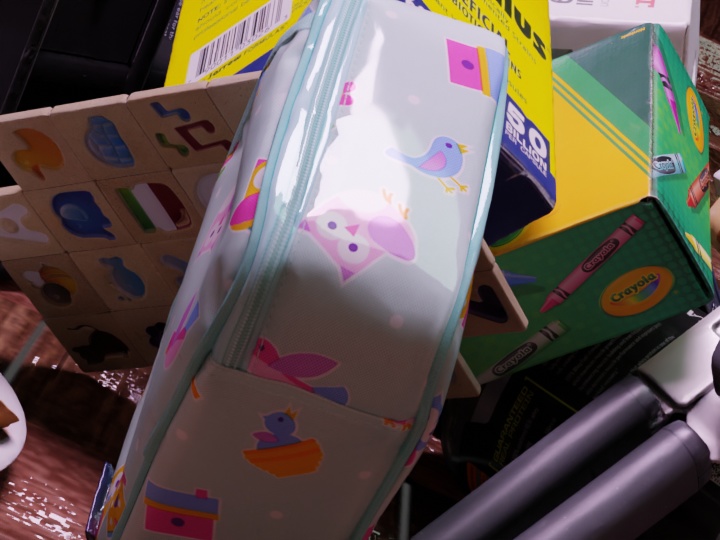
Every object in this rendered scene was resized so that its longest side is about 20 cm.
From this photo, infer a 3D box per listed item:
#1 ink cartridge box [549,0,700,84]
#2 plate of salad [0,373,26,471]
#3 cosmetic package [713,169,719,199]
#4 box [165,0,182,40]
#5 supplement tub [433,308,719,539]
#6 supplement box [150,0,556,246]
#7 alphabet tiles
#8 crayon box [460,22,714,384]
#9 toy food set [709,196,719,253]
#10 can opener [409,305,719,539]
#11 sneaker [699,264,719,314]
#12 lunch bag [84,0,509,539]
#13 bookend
[{"bbox_3d":[0.062,-0.118,1.015,0.199,0.084,0.146,5,32,9],"label":"ink cartridge box"},{"bbox_3d":[-0.201,0.012,0.707,0.199,0.048,0.200,24,15,-7],"label":"plate of salad"},{"bbox_3d":[0.280,0.015,1.240,0.108,0.085,0.200,39,-25,39],"label":"cosmetic package"},{"bbox_3d":[-0.110,-0.137,1.187,0.200,0.124,0.198,23,7,42],"label":"box"},{"bbox_3d":[0.119,0.074,0.884,0.200,0.123,0.122,35,17,32],"label":"supplement tub"},{"bbox_3d":[0.003,-0.094,0.830,0.109,0.109,0.200,46,28,-28],"label":"supplement box"},{"bbox_3d":[-0.046,-0.004,0.776,0.199,0.006,0.167,-7,-46,30],"label":"alphabet tiles"},{"bbox_3d":[0.042,-0.012,0.858,0.058,0.199,0.119,54,27,-31],"label":"crayon box"},{"bbox_3d":[0.234,0.054,0.911,0.198,0.049,0.200,53,3,41],"label":"toy food set"},{"bbox_3d":[0.102,0.056,0.783,0.053,0.200,0.067,44,-19,36],"label":"can opener"},{"bbox_3d":[0.174,0.058,0.981,0.146,0.077,0.203,45,-14,45],"label":"sneaker"},{"bbox_3d":[-0.022,0.016,0.661,0.077,0.200,0.161,19,46,-8],"label":"lunch bag"},{"bbox_3d":[-0.114,-0.101,0.950,0.092,0.199,0.200,31,14,31],"label":"bookend"}]
